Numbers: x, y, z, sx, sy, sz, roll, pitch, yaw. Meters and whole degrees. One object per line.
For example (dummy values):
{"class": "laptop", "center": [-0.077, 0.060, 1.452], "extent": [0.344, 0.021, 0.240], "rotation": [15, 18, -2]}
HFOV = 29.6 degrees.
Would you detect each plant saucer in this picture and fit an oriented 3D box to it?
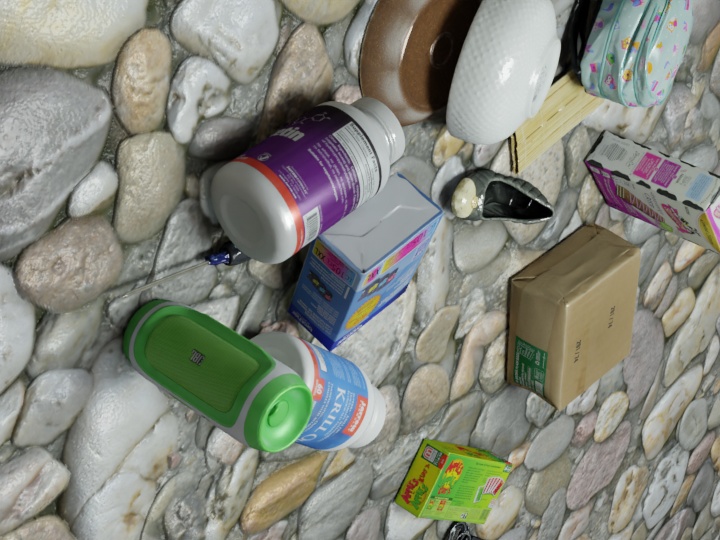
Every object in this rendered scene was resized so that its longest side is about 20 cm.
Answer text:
{"class": "plant saucer", "center": [0.079, -0.250, 1.521], "extent": [0.200, 0.037, 0.200], "rotation": [-31, 134, -38]}

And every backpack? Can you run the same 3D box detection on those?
{"class": "backpack", "center": [0.355, -0.311, 1.747], "extent": [0.167, 0.127, 0.200], "rotation": [19, 92, -53]}

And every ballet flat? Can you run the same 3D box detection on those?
{"class": "ballet flat", "center": [0.182, -0.091, 1.739], "extent": [0.200, 0.057, 0.066], "rotation": [-3, 114, -51]}

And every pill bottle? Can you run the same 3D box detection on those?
{"class": "pill bottle", "center": [-0.053, 0.144, 1.550], "extent": [0.200, 0.112, 0.112], "rotation": [28, 90, -55]}
{"class": "pill bottle", "center": [-0.049, -0.099, 1.391], "extent": [0.200, 0.112, 0.112], "rotation": [-37, 138, -32]}

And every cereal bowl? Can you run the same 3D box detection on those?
{"class": "cereal bowl", "center": [0.174, -0.233, 1.560], "extent": [0.200, 0.083, 0.200], "rotation": [21, 90, -76]}

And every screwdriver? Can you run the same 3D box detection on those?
{"class": "screwdriver", "center": [-0.167, -0.007, 1.378], "extent": [0.200, 0.028, 0.029], "rotation": [-17, 95, -45]}

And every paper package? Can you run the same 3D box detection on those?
{"class": "paper package", "center": [0.306, 0.066, 1.966], "extent": [0.191, 0.103, 0.200], "rotation": [-32, 136, -34]}

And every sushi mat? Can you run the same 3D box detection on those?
{"class": "sushi mat", "center": [0.262, -0.213, 1.799], "extent": [0.200, 0.012, 0.096], "rotation": [-40, 138, -30]}

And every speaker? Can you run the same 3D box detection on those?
{"class": "speaker", "center": [-0.141, 0.100, 1.329], "extent": [0.088, 0.200, 0.088], "rotation": [-31, 135, -37]}

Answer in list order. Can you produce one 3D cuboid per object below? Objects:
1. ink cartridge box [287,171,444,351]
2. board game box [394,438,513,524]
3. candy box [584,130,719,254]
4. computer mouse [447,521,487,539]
{"class": "ink cartridge box", "center": [0.000, 0.000, 1.514], "extent": [0.136, 0.076, 0.200], "rotation": [-37, 165, -31]}
{"class": "board game box", "center": [0.137, 0.306, 1.959], "extent": [0.200, 0.048, 0.102], "rotation": [20, 96, -56]}
{"class": "candy box", "center": [0.428, -0.109, 1.917], "extent": [0.061, 0.200, 0.136], "rotation": [-56, 144, -10]}
{"class": "computer mouse", "center": [0.177, 0.466, 2.115], "extent": [0.200, 0.053, 0.139], "rotation": [26, 91, -55]}
